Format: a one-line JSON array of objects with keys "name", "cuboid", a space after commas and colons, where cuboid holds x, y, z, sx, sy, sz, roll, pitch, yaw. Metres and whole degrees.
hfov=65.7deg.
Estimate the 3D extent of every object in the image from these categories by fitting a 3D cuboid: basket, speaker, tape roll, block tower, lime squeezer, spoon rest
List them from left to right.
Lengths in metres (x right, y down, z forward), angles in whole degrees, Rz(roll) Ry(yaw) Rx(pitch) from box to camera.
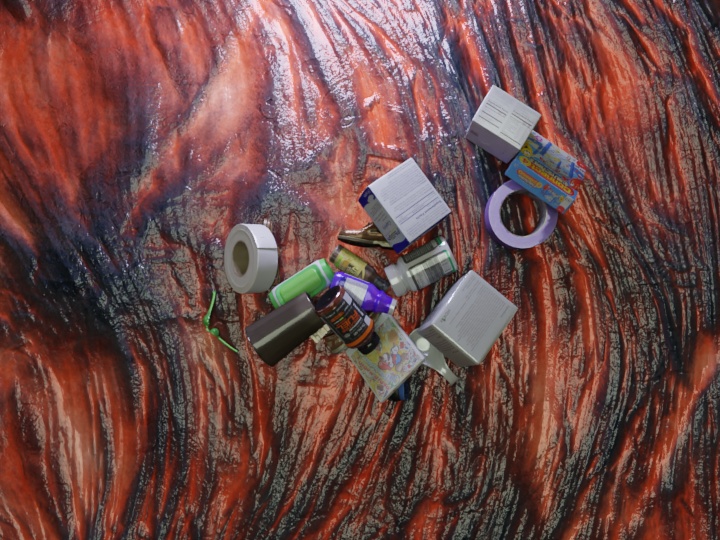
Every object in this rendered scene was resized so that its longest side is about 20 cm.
[{"name": "lime squeezer", "cuboid": [-0.448, 0.172, 1.736, 0.070, 0.038, 0.203, -20, 87, -27]}, {"name": "tape roll", "cuboid": [-0.325, -0.035, 1.644, 0.200, 0.070, 0.207, 0, 90, 49]}, {"name": "basket", "cuboid": [-0.210, 0.164, 1.613, 0.198, 0.180, 0.137, -34, 76, -2]}, {"name": "speaker", "cuboid": [-0.174, 0.048, 1.682, 0.198, 0.088, 0.089, -32, 87, 4]}, {"name": "block tower", "cuboid": [-0.078, 0.128, 1.689, 0.054, 0.058, 0.200, 44, 91, 4]}, {"name": "spoon rest", "cuboid": [0.220, 0.258, 1.660, 0.099, 0.061, 0.200, -43, 87, 3]}, {"name": "tape roll", "cuboid": [0.467, -0.164, 1.628, 0.195, 0.085, 0.205, 0, 90, 6]}]

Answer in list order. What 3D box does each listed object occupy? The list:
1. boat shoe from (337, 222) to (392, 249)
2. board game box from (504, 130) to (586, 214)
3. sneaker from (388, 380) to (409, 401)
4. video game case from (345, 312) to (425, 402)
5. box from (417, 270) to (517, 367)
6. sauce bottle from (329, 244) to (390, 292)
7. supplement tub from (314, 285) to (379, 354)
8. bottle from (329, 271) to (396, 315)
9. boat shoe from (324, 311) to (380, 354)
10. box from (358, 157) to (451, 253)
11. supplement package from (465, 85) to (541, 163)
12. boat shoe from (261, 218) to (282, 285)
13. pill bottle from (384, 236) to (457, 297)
[{"name": "boat shoe", "cuboid": [0.031, -0.107, 1.671, 0.196, 0.072, 0.070, 8, 83, -4]}, {"name": "board game box", "cuboid": [0.527, -0.283, 1.577, 0.198, 0.197, 0.056, 34, 137, 3]}, {"name": "sneaker", "cuboid": [0.099, 0.287, 1.666, 0.076, 0.070, 0.205, -5, 78, 22]}, {"name": "video game case", "cuboid": [0.069, 0.249, 1.637, 0.182, 0.023, 0.201, -46, 57, 9]}, {"name": "box", "cuboid": [0.295, 0.141, 1.565, 0.171, 0.199, 0.201, 40, 78, 3]}, {"name": "sauce bottle", "cuboid": [0.000, 0.000, 1.677, 0.198, 0.065, 0.065, 34, 93, 5]}, {"name": "supplement tub", "cuboid": [-0.031, 0.145, 1.570, 0.107, 0.107, 0.200, -41, 109, 3]}, {"name": "bottle", "cuboid": [0.008, 0.073, 1.623, 0.196, 0.065, 0.085, 20, 95, 3]}, {"name": "boat shoe", "cuboid": [-0.024, 0.166, 1.668, 0.199, 0.076, 0.072, -41, 101, 2]}, {"name": "box", "cuboid": [0.127, -0.185, 1.610, 0.183, 0.105, 0.201, -35, 86, -26]}, {"name": "supplement package", "cuboid": [0.396, -0.407, 1.576, 0.154, 0.200, 0.112, 33, 92, 4]}, {"name": "boat shoe", "cuboid": [-0.274, -0.055, 1.704, 0.066, 0.072, 0.205, 2, 97, -13]}, {"name": "pill bottle", "cuboid": [0.176, -0.008, 1.638, 0.197, 0.113, 0.115, -26, 88, 4]}]
